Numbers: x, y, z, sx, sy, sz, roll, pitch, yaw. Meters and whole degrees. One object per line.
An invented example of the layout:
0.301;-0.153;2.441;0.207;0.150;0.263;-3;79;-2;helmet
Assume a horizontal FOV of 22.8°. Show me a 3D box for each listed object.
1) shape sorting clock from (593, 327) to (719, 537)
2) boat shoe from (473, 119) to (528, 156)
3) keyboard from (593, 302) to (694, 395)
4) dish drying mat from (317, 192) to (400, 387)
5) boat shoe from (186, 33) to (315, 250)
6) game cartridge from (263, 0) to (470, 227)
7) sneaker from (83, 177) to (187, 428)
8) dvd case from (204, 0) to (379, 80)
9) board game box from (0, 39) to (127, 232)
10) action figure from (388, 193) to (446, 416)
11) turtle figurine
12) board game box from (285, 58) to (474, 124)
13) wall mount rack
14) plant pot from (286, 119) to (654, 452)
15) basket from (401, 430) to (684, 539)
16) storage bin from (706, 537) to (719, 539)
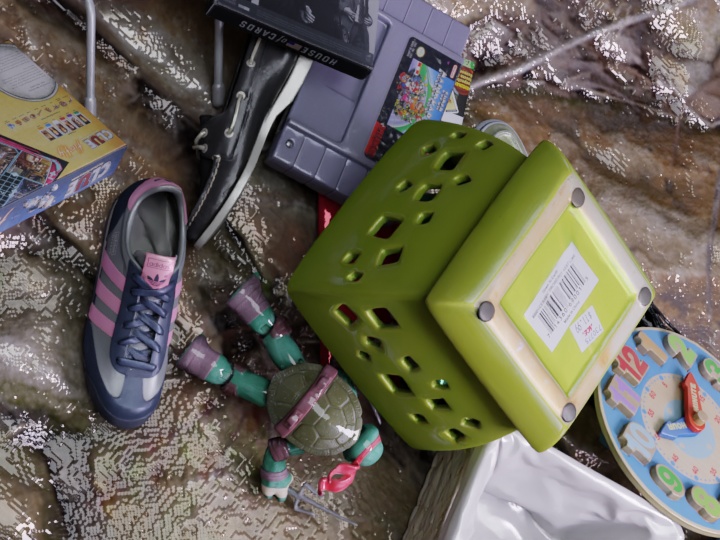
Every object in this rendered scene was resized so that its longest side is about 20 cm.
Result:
0.283;0.135;1.533;0.199;0.039;0.201;19;47;-22;shape sorting clock
0.136;-0.039;1.571;0.072;0.062;0.201;-3;80;-25;boat shoe
0.246;0.076;1.619;0.104;0.040;0.200;-39;98;-3;keyboard
0.000;0.000;1.526;0.076;0.018;0.201;4;77;-21;dish drying mat
-0.105;-0.114;1.467;0.060;0.074;0.201;29;81;-11;boat shoe
0.011;-0.152;1.534;0.129;0.038;0.201;26;70;-13;game cartridge
-0.175;0.022;1.406;0.070;0.082;0.201;7;76;-23;sneaker
-0.049;-0.271;1.495;0.150;0.025;0.201;20;57;-24;dvd case
-0.286;-0.096;1.339;0.135;0.035;0.200;41;35;10;board game box
0.061;0.035;1.515;0.118;0.054;0.201;0;92;-60;action figure
-0.043;0.104;1.435;0.200;0.101;0.150;42;73;-2;turtle figurine
0.001;-0.168;1.563;0.199;0.023;0.105;19;74;-20;board game box
-0.178;-0.221;1.469;0.199;0.075;0.174;-9;79;-26;wall mount rack
0.098;0.016;1.379;0.200;0.181;0.199;-52;122;-24;plant pot
0.144;0.233;1.481;0.200;0.123;0.136;29;69;-15;basket
0.320;0.318;1.508;0.146;0.134;0.200;45;73;8;storage bin
